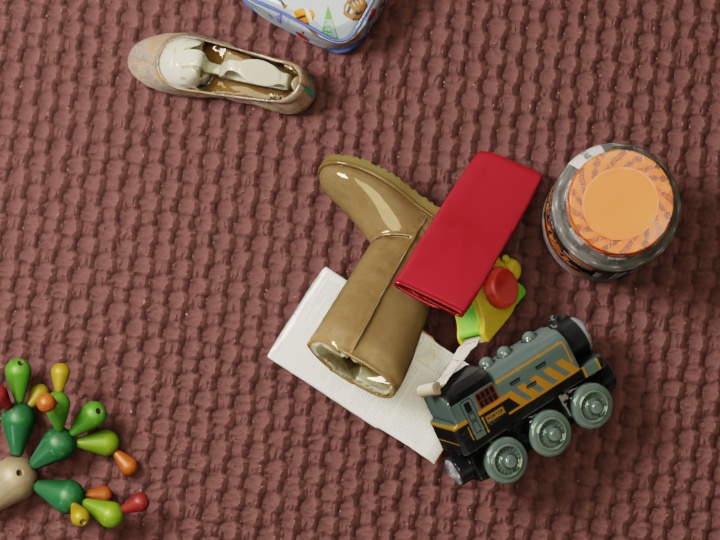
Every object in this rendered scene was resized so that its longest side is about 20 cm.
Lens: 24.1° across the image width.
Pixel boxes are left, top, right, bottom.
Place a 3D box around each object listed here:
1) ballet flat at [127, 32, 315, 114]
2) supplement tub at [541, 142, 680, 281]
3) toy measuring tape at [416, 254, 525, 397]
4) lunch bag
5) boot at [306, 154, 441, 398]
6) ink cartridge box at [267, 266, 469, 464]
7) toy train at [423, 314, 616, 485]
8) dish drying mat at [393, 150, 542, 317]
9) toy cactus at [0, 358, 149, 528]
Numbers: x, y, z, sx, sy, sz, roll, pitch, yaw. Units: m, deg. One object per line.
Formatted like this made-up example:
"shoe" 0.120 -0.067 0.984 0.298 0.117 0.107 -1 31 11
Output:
"ballet flat" -0.143 -0.207 1.715 0.199 0.067 0.068 9 86 3
"supplement tub" 0.240 -0.055 1.622 0.122 0.200 0.123 0 85 2
"toy measuring tape" 0.100 0.041 1.650 0.074 0.074 0.200 40 50 4
"lunch bag" -0.032 -0.336 1.718 0.160 0.076 0.201 28 88 6
"boot" 0.000 0.000 1.653 0.175 0.066 0.200 28 61 2
"ink cartridge box" 0.018 0.096 1.696 0.200 0.050 0.109 33 87 3
"toy train" 0.158 0.127 1.648 0.200 0.085 0.114 -30 103 -16
"dish drying mat" 0.109 -0.039 1.663 0.077 0.018 0.200 26 55 10
"toy cactus" -0.319 0.193 1.689 0.165 0.102 0.200 -37 94 9
